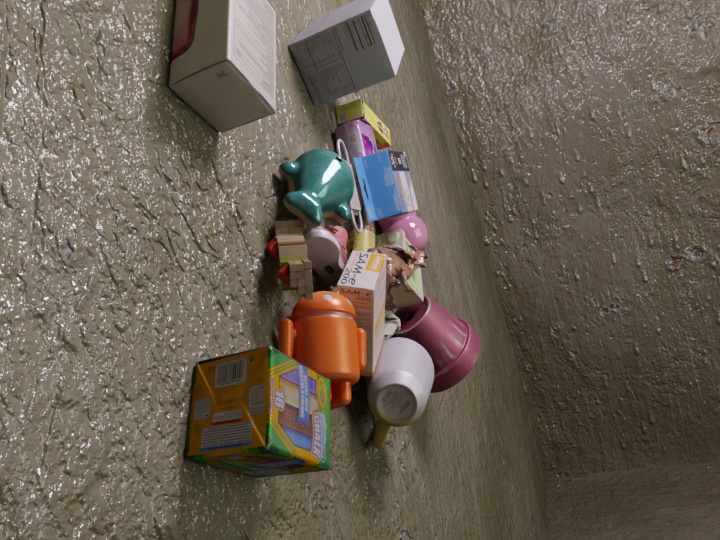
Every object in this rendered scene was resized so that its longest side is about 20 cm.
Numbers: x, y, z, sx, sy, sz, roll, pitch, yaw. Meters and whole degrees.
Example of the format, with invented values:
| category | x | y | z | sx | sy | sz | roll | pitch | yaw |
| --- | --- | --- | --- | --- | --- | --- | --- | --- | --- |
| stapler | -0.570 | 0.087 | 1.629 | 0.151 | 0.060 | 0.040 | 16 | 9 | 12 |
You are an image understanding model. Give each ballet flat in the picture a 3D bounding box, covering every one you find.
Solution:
| category | x | y | z | sx | sy | sz | roll | pitch | yaw |
| --- | --- | --- | --- | --- | --- | --- | --- | --- | --- |
| ballet flat | 0.057 | 0.132 | 1.337 | 0.200 | 0.070 | 0.073 | -24 | 99 | -70 |

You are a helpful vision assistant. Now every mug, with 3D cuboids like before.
| category | x | y | z | sx | sy | sz | roll | pitch | yaw |
| --- | --- | --- | --- | --- | --- | --- | --- | --- | --- |
| mug | 0.079 | 0.249 | 1.171 | 0.153 | 0.146 | 0.191 | -65 | 144 | -76 |

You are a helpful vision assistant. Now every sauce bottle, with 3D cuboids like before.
| category | x | y | z | sx | sy | sz | roll | pitch | yaw |
| --- | --- | --- | --- | --- | --- | --- | --- | --- | --- |
| sauce bottle | 0.000 | 0.000 | 1.263 | 0.066 | 0.065 | 0.204 | 43 | 43 | -55 |

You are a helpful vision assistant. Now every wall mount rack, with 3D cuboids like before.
| category | x | y | z | sx | sy | sz | roll | pitch | yaw |
| --- | --- | --- | --- | --- | --- | --- | --- | --- | --- |
| wall mount rack | -0.058 | -0.169 | 1.217 | 0.173 | 0.073 | 0.205 | -6 | 83 | -72 |

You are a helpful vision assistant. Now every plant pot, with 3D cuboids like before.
| category | x | y | z | sx | sy | sz | roll | pitch | yaw |
| --- | --- | --- | --- | --- | --- | --- | --- | --- | --- |
| plant pot | 0.172 | 0.168 | 1.463 | 0.180 | 0.198 | 0.202 | 49 | 31 | -22 |

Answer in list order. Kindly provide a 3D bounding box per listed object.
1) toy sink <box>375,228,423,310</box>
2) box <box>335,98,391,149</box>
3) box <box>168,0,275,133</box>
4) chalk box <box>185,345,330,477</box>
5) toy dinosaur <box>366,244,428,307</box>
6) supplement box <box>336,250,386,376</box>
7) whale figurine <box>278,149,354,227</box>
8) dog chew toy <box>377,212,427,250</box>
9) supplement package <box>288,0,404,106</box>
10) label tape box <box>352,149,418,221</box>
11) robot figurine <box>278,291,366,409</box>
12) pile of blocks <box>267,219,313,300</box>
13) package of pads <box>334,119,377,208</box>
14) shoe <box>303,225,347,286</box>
| category | x | y | z | sx | sy | sz | roll | pitch | yaw |
| --- | --- | --- | --- | --- | --- | --- | --- | --- | --- |
| toy sink | 0.069 | -0.010 | 1.384 | 0.200 | 0.110 | 0.133 | 44 | 38 | -54 |
| box | 0.011 | -0.365 | 1.499 | 0.199 | 0.074 | 0.051 | 23 | 58 | -66 |
| box | -0.202 | -0.337 | 0.885 | 0.128 | 0.107 | 0.204 | 40 | 42 | -57 |
| chalk box | -0.115 | 0.199 | 0.774 | 0.200 | 0.122 | 0.126 | 44 | 37 | -52 |
| toy dinosaur | 0.058 | -0.015 | 1.233 | 0.199 | 0.085 | 0.138 | 29 | 48 | -44 |
| supplement box | 0.003 | 0.083 | 1.127 | 0.127 | 0.072 | 0.204 | -67 | 161 | -57 |
| whale figurine | -0.074 | -0.152 | 1.056 | 0.158 | 0.104 | 0.201 | 39 | 25 | -8 |
| dog chew toy | 0.098 | -0.135 | 1.533 | 0.204 | 0.123 | 0.124 | 69 | 21 | 2 |
| supplement package | -0.024 | -0.498 | 1.312 | 0.193 | 0.196 | 0.149 | -73 | 143 | -51 |
| label tape box | 0.063 | -0.195 | 1.342 | 0.199 | 0.062 | 0.147 | -22 | 98 | -67 |
| robot figurine | -0.061 | 0.123 | 0.970 | 0.117 | 0.140 | 0.204 | 81 | 5 | -68 |
| pile of blocks | -0.120 | -0.016 | 0.962 | 0.201 | 0.061 | 0.084 | -110 | -160 | -57 |
| package of pads | 0.003 | -0.247 | 1.405 | 0.120 | 0.074 | 0.205 | -10 | 87 | -70 |
| shoe | -0.065 | -0.051 | 1.107 | 0.201 | 0.070 | 0.093 | 63 | 19 | -62 |
